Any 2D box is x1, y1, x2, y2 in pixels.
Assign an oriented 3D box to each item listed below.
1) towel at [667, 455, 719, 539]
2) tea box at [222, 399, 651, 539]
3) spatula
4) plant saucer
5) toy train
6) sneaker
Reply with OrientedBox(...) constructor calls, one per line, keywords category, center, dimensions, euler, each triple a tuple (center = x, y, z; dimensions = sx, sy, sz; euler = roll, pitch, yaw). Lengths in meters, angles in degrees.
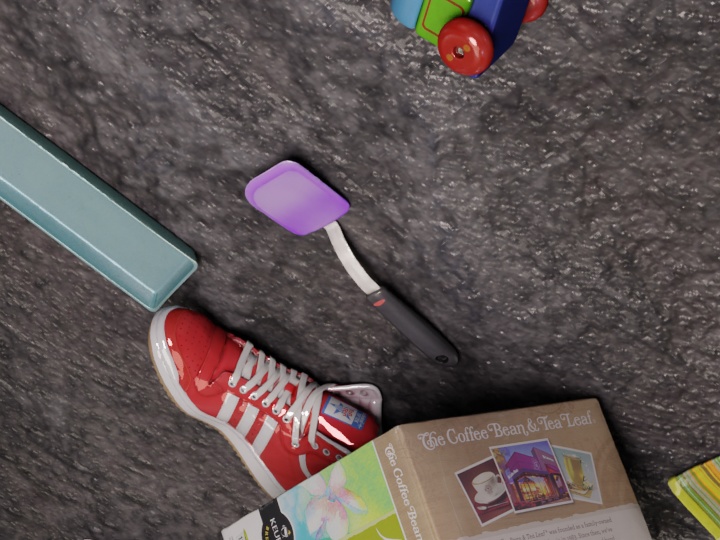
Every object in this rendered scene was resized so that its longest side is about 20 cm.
OrientedBox(category="towel", center=(0.307, 0.137, 1.268), dimensions=(0.086, 0.018, 0.200), euler=(43, 132, -17))
OrientedBox(category="tea box", center=(0.055, 0.188, 1.266), dimensions=(0.197, 0.200, 0.134), euler=(-37, 67, 42))
OrientedBox(category="spatula", center=(0.000, 0.000, 1.279), dimensions=(0.056, 0.021, 0.200), euler=(-27, 116, 37))
OrientedBox(category="plant saucer", center=(-0.206, -0.050, 1.328), dimensions=(0.200, 0.019, 0.070), euler=(38, 134, -10))
OrientedBox(category="toy train", center=(0.058, -0.213, 1.032), dimensions=(0.116, 0.085, 0.200), euler=(31, 136, 14))
OrientedBox(category="sneaker", center=(-0.058, 0.090, 1.349), dimensions=(0.112, 0.071, 0.200), euler=(-13, 131, 37))
